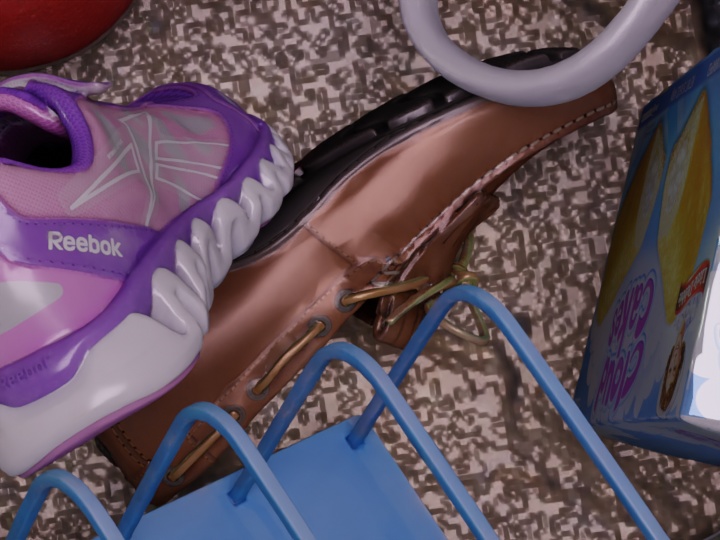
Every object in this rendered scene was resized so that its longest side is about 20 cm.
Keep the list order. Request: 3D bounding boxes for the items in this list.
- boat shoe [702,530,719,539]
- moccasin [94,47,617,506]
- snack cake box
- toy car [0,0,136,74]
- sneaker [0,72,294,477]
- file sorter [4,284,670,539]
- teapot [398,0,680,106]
[{"bbox_3d":[0.114,0.124,0.837,0.202,0.065,0.074,-32,89,-6],"label":"boat shoe"},{"bbox_3d":[0.000,0.000,0.834,0.201,0.074,0.078,-38,98,-8],"label":"moccasin"},{"bbox_3d":[0.119,0.000,0.778,0.067,0.200,0.115,15,85,-3],"label":"snack cake box"},{"bbox_3d":[-0.119,-0.156,0.771,0.184,0.200,0.177,-14,87,-6],"label":"toy car"},{"bbox_3d":[-0.080,-0.024,0.763,0.080,0.200,0.089,-32,104,19],"label":"sneaker"},{"bbox_3d":[-0.025,0.109,0.712,0.200,0.123,0.139,-23,70,-32],"label":"file sorter"},{"bbox_3d":[0.071,-0.181,0.815,0.146,0.200,0.198,-9,115,30],"label":"teapot"}]
